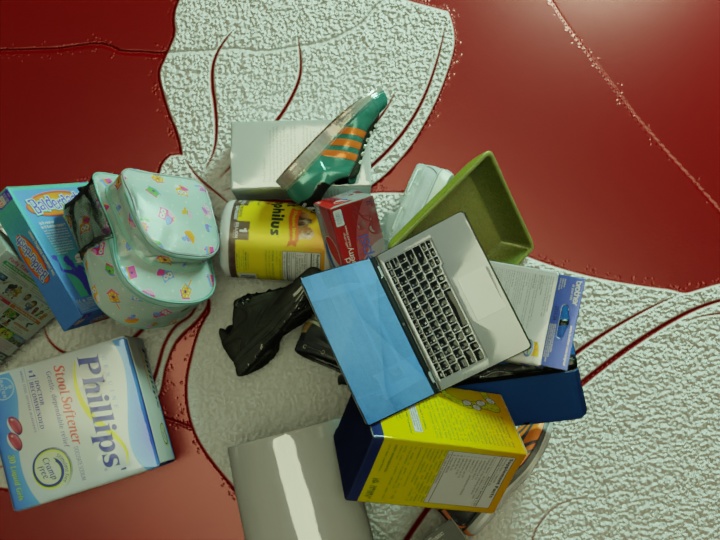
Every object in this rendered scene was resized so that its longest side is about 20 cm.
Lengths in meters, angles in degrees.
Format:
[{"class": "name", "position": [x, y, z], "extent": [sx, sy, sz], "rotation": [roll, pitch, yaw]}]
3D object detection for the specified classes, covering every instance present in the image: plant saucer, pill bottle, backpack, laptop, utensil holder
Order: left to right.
[{"class": "backpack", "position": [-0.278, -0.029, 1.073], "extent": [0.153, 0.175, 0.201], "rotation": [-25, 72, 34]}, {"class": "pill bottle", "position": [-0.092, -0.040, 1.130], "extent": [0.199, 0.109, 0.110], "rotation": [3, 82, -1]}, {"class": "utensil holder", "position": [-0.077, 0.310, 1.053], "extent": [0.169, 0.170, 0.201], "rotation": [-15, 81, -3]}, {"class": "laptop", "position": [0.068, 0.050, 0.946], "extent": [0.199, 0.116, 0.188], "rotation": [-28, 80, 11]}, {"class": "plant saucer", "position": [0.132, -0.036, 1.115], "extent": [0.200, 0.200, 0.048], "rotation": [-45, 41, -12]}]

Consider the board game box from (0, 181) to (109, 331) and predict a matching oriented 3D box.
[{"class": "board game box", "position": [-0.389, -0.025, 1.104], "extent": [0.045, 0.152, 0.200], "rotation": [-35, 83, 25]}]

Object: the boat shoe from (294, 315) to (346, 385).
[{"class": "boat shoe", "position": [-0.005, 0.139, 1.122], "extent": [0.200, 0.075, 0.062], "rotation": [32, 70, 10]}]

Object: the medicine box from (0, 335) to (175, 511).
[{"class": "medicine box", "position": [-0.378, 0.204, 1.096], "extent": [0.199, 0.103, 0.183], "rotation": [-17, 83, -2]}]

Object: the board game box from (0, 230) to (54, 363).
[{"class": "board game box", "position": [-0.518, 0.055, 1.090], "extent": [0.200, 0.148, 0.064], "rotation": [-40, 56, -5]}]

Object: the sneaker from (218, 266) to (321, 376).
[{"class": "sneaker", "position": [-0.128, 0.058, 1.107], "extent": [0.200, 0.076, 0.091], "rotation": [-45, 74, 21]}]

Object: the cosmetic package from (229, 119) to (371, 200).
[{"class": "cosmetic package", "position": [-0.085, -0.159, 1.166], "extent": [0.199, 0.071, 0.102], "rotation": [-1, 81, -1]}]

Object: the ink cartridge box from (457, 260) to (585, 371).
[{"class": "ink cartridge box", "position": [0.172, 0.051, 1.007], "extent": [0.199, 0.042, 0.120], "rotation": [10, 80, 23]}]

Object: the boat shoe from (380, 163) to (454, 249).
[{"class": "boat shoe", "position": [0.065, -0.062, 1.164], "extent": [0.071, 0.070, 0.201], "rotation": [24, 82, 20]}]

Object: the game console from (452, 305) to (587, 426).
[{"class": "game console", "position": [0.186, 0.117, 1.070], "extent": [0.199, 0.118, 0.172], "rotation": [-10, 72, 15]}]

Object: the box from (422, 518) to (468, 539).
[{"class": "box", "position": [0.061, 0.412, 1.042], "extent": [0.200, 0.158, 0.050], "rotation": [-36, 61, -5]}]

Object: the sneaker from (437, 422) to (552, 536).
[{"class": "sneaker", "position": [0.170, 0.256, 1.108], "extent": [0.112, 0.078, 0.200], "rotation": [40, 83, 4]}]

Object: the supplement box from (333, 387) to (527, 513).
[{"class": "supplement box", "position": [0.081, 0.213, 0.986], "extent": [0.199, 0.110, 0.109], "rotation": [11, 121, -18]}]

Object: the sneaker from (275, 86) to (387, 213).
[{"class": "sneaker", "position": [-0.023, -0.163, 1.103], "extent": [0.080, 0.071, 0.200], "rotation": [45, 78, -12]}]

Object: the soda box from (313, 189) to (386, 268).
[{"class": "soda box", "position": [0.000, 0.000, 1.059], "extent": [0.063, 0.070, 0.201], "rotation": [-19, 107, -18]}]
